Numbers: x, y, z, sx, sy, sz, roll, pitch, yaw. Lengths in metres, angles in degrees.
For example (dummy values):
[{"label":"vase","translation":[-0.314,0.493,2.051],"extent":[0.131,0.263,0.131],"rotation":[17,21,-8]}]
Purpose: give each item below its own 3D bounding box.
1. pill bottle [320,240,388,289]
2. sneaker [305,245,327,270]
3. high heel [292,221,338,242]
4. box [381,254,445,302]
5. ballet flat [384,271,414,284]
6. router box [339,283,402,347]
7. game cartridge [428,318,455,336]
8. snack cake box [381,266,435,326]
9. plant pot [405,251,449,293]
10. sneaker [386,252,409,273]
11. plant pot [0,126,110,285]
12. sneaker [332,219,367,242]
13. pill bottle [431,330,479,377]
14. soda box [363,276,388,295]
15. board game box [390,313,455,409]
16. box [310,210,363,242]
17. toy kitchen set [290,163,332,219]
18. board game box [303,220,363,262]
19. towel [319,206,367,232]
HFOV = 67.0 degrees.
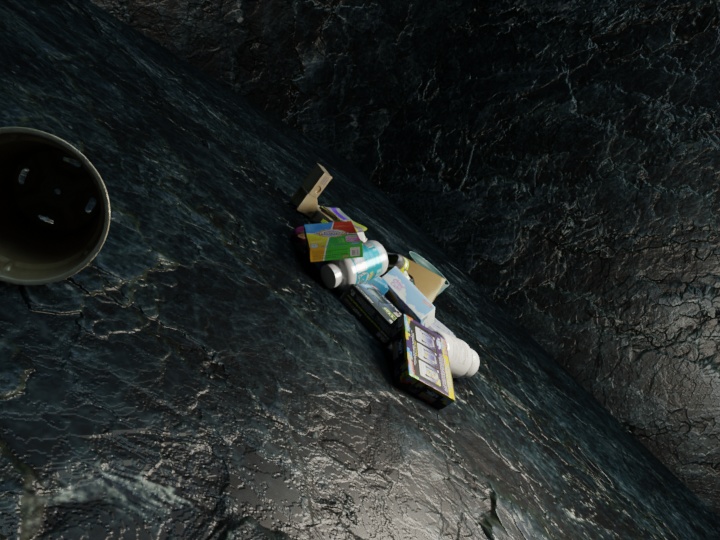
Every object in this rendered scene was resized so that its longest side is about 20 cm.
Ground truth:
[{"label":"pill bottle","translation":[-0.021,-0.012,1.595],"extent":[0.198,0.112,0.111],"rotation":[-22,56,-38]},{"label":"sneaker","translation":[-0.125,-0.059,1.659],"extent":[0.082,0.071,0.200],"rotation":[36,13,-4]},{"label":"high heel","translation":[-0.114,-0.114,1.714],"extent":[0.197,0.069,0.096],"rotation":[-8,11,-10]},{"label":"box","translation":[0.187,0.042,1.950],"extent":[0.198,0.021,0.164],"rotation":[29,53,15]},{"label":"ballet flat","translation":[0.117,-0.008,1.920],"extent":[0.199,0.068,0.069],"rotation":[37,-28,21]},{"label":"router box","translation":[0.052,0.125,1.560],"extent":[0.200,0.062,0.149],"rotation":[45,16,20]},{"label":"game cartridge","translation":[0.249,0.195,1.902],"extent":[0.199,0.041,0.133],"rotation":[39,11,1]},{"label":"snack cake box","translation":[0.157,0.097,1.801],"extent":[0.200,0.067,0.115],"rotation":[47,-15,25]},{"label":"plant pot","translation":[0.227,0.042,2.111],"extent":[0.199,0.135,0.201],"rotation":[36,14,-10]},{"label":"sneaker","translation":[0.063,-0.031,1.855],"extent":[0.081,0.197,0.075],"rotation":[49,40,-58]},{"label":"plant pot","translation":[-0.451,-0.101,0.776],"extent":[0.199,0.202,0.183],"rotation":[33,3,-22]},{"label":"sneaker","translation":[-0.030,-0.135,2.022],"extent":[0.201,0.080,0.077],"rotation":[52,16,-22]},{"label":"pill bottle","translation":[0.262,0.252,1.594],"extent":[0.199,0.115,0.115],"rotation":[25,19,-44]},{"label":"soda box","translation":[-0.009,0.019,1.719],"extent":[0.199,0.068,0.064],"rotation":[34,15,-20]},{"label":"board game box","translation":[0.158,0.232,1.399],"extent":[0.164,0.057,0.202],"rotation":[34,34,-26]},{"label":"box","translation":[-0.073,-0.118,1.878],"extent":[0.192,0.048,0.200],"rotation":[37,-5,5]},{"label":"toy kitchen set","translation":[-0.119,-0.251,2.046],"extent":[0.199,0.181,0.164],"rotation":[26,20,-43]},{"label":"board game box","translation":[-0.083,-0.088,1.579],"extent":[0.150,0.041,0.200],"rotation":[-6,25,-9]},{"label":"towel","translation":[-0.057,-0.179,1.907],"extent":[0.143,0.023,0.200],"rotation":[37,13,13]}]
